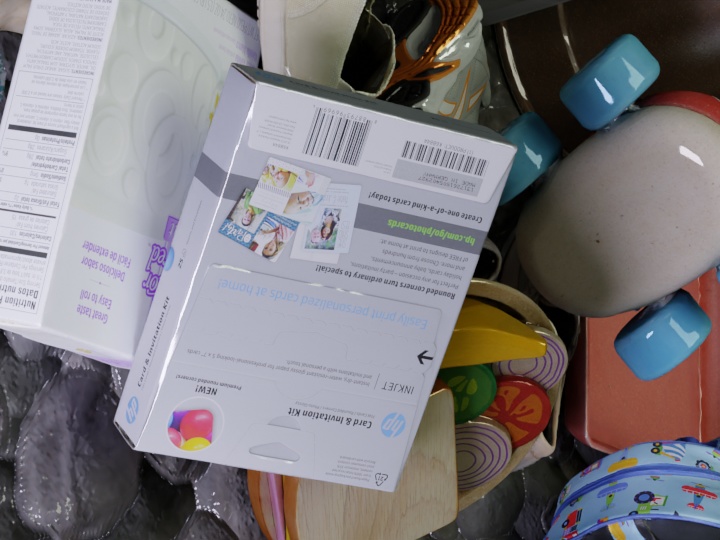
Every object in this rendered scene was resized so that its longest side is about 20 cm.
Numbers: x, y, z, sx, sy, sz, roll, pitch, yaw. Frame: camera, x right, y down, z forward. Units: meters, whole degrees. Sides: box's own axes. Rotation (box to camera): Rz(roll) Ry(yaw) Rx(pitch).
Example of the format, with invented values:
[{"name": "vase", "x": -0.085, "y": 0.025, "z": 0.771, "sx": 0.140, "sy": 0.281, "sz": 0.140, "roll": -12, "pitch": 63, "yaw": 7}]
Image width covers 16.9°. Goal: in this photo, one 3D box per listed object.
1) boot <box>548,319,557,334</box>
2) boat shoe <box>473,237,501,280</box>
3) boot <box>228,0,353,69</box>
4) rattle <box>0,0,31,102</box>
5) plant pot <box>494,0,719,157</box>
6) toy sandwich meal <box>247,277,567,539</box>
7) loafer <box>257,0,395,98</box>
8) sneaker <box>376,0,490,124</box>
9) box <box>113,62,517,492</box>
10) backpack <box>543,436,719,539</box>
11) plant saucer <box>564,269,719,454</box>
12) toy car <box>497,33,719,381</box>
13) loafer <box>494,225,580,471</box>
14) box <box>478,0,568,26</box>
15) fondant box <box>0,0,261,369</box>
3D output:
[{"name": "boot", "x": 0.033, "y": 0.055, "z": 1.446, "sx": 0.200, "sy": 0.107, "sz": 0.075, "roll": -13, "pitch": 93, "yaw": -50}, {"name": "boat shoe", "x": 0.000, "y": 0.000, "z": 1.409, "sx": 0.200, "sy": 0.073, "sz": 0.075, "roll": -20, "pitch": 119, "yaw": -35}, {"name": "boot", "x": -0.038, "y": -0.202, "z": 1.392, "sx": 0.200, "sy": 0.070, "sz": 0.132, "roll": 53, "pitch": 48, "yaw": -30}, {"name": "rattle", "x": -0.167, "y": -0.170, "z": 1.231, "sx": 0.130, "sy": 0.143, "sz": 0.200, "roll": 49, "pitch": 46, "yaw": -25}, {"name": "plant pot", "x": 0.229, "y": -0.182, "z": 1.689, "sx": 0.200, "sy": 0.198, "sz": 0.200, "roll": 18, "pitch": 66, "yaw": -47}, {"name": "toy sandwich meal", "x": 0.033, "y": 0.093, "z": 1.375, "sx": 0.205, "sy": 0.205, "sz": 0.070, "roll": 34, "pitch": 14, "yaw": -41}, {"name": "loafer", "x": -0.017, "y": -0.103, "z": 1.327, "sx": 0.200, "sy": 0.068, "sz": 0.076, "roll": 87, "pitch": 21, "yaw": -46}, {"name": "sneaker", "x": 0.035, "y": -0.085, "z": 1.522, "sx": 0.200, "sy": 0.076, "sz": 0.092, "roll": -55, "pitch": 135, "yaw": -37}, {"name": "box", "x": -0.023, "y": 0.007, "z": 1.247, "sx": 0.156, "sy": 0.041, "sz": 0.200, "roll": 12, "pitch": 104, "yaw": -27}, {"name": "backpack", "x": 0.209, "y": 0.179, "z": 1.583, "sx": 0.200, "sy": 0.183, "sz": 0.135, "roll": 29, "pitch": 49, "yaw": -30}, {"name": "plant saucer", "x": 0.204, "y": 0.052, "z": 1.718, "sx": 0.200, "sy": 0.037, "sz": 0.200, "roll": 22, "pitch": 62, "yaw": -45}, {"name": "toy car", "x": 0.202, "y": -0.068, "z": 1.578, "sx": 0.184, "sy": 0.177, "sz": 0.200, "roll": 48, "pitch": 37, "yaw": -4}, {"name": "loafer", "x": 0.120, "y": 0.048, "z": 1.590, "sx": 0.072, "sy": 0.063, "sz": 0.200, "roll": 45, "pitch": 48, "yaw": -35}, {"name": "box", "x": 0.106, "y": -0.253, "z": 1.554, "sx": 0.176, "sy": 0.200, "sz": 0.097, "roll": 23, "pitch": 62, "yaw": -47}, {"name": "fondant box", "x": -0.125, "y": -0.056, "z": 1.254, "sx": 0.144, "sy": 0.058, "sz": 0.200, "roll": 26, "pitch": 76, "yaw": -61}]
